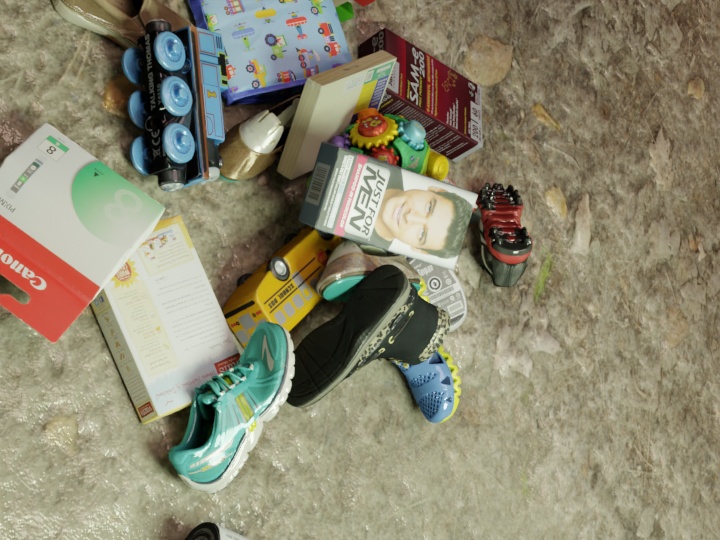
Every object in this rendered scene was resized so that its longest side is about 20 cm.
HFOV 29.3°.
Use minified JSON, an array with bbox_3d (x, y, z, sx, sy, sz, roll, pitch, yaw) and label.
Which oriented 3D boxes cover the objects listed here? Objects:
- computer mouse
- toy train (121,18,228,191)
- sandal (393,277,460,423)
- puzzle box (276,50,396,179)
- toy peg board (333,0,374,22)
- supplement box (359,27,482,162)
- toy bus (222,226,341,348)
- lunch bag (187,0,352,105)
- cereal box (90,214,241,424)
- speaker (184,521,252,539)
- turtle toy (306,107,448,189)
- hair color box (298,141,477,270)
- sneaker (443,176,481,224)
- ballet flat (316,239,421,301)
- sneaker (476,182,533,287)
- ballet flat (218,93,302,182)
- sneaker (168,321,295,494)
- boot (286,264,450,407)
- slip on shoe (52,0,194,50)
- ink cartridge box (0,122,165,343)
[{"bbox_3d":[0.077,-0.012,1.828,0.108,0.044,0.202,-23,94,-16],"label":"computer mouse"},{"bbox_3d":[-0.207,-0.188,1.592,0.113,0.086,0.203,4,76,-49],"label":"toy train"},{"bbox_3d":[0.060,0.101,1.744,0.086,0.079,0.202,-8,68,-42],"label":"sandal"},{"bbox_3d":[-0.028,-0.201,1.760,0.025,0.134,0.200,30,29,18],"label":"puzzle box"},{"bbox_3d":[-0.002,-0.456,1.895,0.097,0.197,0.203,19,55,-57],"label":"toy peg board"},{"bbox_3d":[0.087,-0.249,1.966,0.198,0.061,0.110,25,53,-35],"label":"supplement box"},{"bbox_3d":[-0.082,0.011,1.643,0.079,0.065,0.200,56,40,-9],"label":"toy bus"},{"bbox_3d":[-0.124,-0.295,1.759,0.198,0.094,0.153,-14,82,-40],"label":"lunch bag"},{"bbox_3d":[-0.216,0.051,1.500,0.143,0.039,0.202,-19,84,-49],"label":"cereal box"},{"bbox_3d":[-0.095,0.334,1.444,0.199,0.081,0.082,32,49,-32],"label":"speaker"},{"bbox_3d":[0.010,-0.133,1.739,0.200,0.144,0.102,-46,139,-31],"label":"turtle toy"},{"bbox_3d":[0.034,-0.076,1.660,0.198,0.060,0.100,16,94,-27],"label":"hair color box"},{"bbox_3d":[0.091,-0.136,1.904,0.200,0.067,0.109,18,59,-37],"label":"sneaker"},{"bbox_3d":[0.000,0.000,1.655,0.199,0.068,0.068,8,52,-59],"label":"ballet flat"},{"bbox_3d":[0.200,-0.048,1.969,0.070,0.099,0.201,2,34,-4],"label":"sneaker"},{"bbox_3d":[-0.107,-0.175,1.710,0.068,0.072,0.199,50,41,5],"label":"ballet flat"},{"bbox_3d":[-0.135,0.138,1.467,0.080,0.077,0.202,44,63,-36],"label":"sneaker"},{"bbox_3d":[0.012,0.098,1.636,0.074,0.204,0.153,47,8,34],"label":"boot"},{"bbox_3d":[-0.265,-0.305,1.624,0.198,0.060,0.077,21,55,-38],"label":"slip on shoe"},{"bbox_3d":[-0.316,-0.044,1.405,0.160,0.050,0.201,35,42,-2],"label":"ink cartridge box"}]
